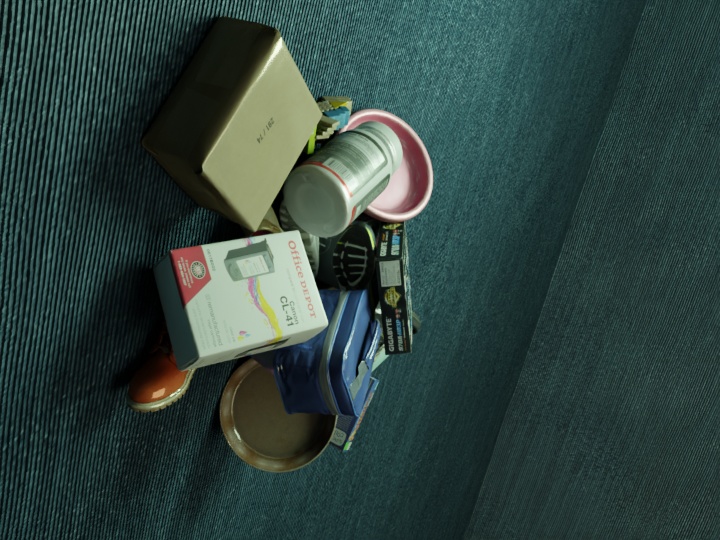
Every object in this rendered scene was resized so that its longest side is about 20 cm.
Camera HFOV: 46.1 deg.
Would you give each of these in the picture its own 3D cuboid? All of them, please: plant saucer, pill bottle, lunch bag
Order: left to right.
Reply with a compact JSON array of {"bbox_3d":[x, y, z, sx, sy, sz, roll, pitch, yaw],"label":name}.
[{"bbox_3d":[-0.138,0.236,1.431,0.034,0.198,0.203,139,-23,-87],"label":"plant saucer"},{"bbox_3d":[-0.038,0.119,1.291,0.201,0.130,0.137,-72,158,-44],"label":"lunch bag"},{"bbox_3d":[-0.021,-0.145,1.290,0.200,0.113,0.115,-47,150,-47],"label":"pill bottle"},{"bbox_3d":[0.032,-0.174,1.447,0.201,0.201,0.051,-47,-168,-36],"label":"plant saucer"}]

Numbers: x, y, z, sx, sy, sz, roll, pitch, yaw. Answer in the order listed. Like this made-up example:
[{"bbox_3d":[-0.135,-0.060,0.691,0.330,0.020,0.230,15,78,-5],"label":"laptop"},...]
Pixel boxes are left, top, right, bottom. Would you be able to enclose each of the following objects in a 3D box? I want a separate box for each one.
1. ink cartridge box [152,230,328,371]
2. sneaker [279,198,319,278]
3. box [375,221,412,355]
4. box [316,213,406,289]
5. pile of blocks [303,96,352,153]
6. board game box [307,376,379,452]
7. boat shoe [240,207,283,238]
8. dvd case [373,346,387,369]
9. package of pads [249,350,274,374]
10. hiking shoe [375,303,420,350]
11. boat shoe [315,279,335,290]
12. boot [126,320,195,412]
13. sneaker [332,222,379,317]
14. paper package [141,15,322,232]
[{"bbox_3d":[-0.161,0.037,1.143,0.198,0.150,0.085,-12,168,-33],"label":"ink cartridge box"},{"bbox_3d":[-0.091,-0.058,1.382,0.202,0.074,0.083,100,9,-45],"label":"sneaker"},{"bbox_3d":[0.057,0.022,1.383,0.200,0.045,0.161,-80,165,-69],"label":"box"},{"bbox_3d":[-0.013,-0.060,1.500,0.199,0.105,0.124,-23,132,-57],"label":"box"},{"bbox_3d":[-0.065,-0.211,1.288,0.199,0.081,0.063,-35,142,-51],"label":"pile of blocks"},{"bbox_3d":[-0.083,0.210,1.481,0.137,0.198,0.034,-64,162,-3],"label":"board game box"},{"bbox_3d":[-0.132,-0.024,1.293,0.073,0.067,0.201,-24,139,9],"label":"boat shoe"},{"bbox_3d":[0.014,0.149,1.653,0.199,0.022,0.148,-35,143,-48],"label":"dvd case"},{"bbox_3d":[-0.152,0.076,1.311,0.075,0.122,0.200,-23,154,5],"label":"package of pads"},{"bbox_3d":[0.028,0.109,1.558,0.198,0.075,0.102,15,74,-36],"label":"hiking shoe"},{"bbox_3d":[-0.048,0.023,1.547,0.199,0.071,0.065,-32,138,-54],"label":"boat shoe"},{"bbox_3d":[-0.263,0.105,1.181,0.201,0.074,0.108,-54,152,-45],"label":"boot"},{"bbox_3d":[0.000,0.000,1.394,0.081,0.073,0.202,-62,160,-47],"label":"sneaker"},{"bbox_3d":[-0.156,-0.185,1.096,0.202,0.102,0.191,-61,156,-13],"label":"paper package"}]
